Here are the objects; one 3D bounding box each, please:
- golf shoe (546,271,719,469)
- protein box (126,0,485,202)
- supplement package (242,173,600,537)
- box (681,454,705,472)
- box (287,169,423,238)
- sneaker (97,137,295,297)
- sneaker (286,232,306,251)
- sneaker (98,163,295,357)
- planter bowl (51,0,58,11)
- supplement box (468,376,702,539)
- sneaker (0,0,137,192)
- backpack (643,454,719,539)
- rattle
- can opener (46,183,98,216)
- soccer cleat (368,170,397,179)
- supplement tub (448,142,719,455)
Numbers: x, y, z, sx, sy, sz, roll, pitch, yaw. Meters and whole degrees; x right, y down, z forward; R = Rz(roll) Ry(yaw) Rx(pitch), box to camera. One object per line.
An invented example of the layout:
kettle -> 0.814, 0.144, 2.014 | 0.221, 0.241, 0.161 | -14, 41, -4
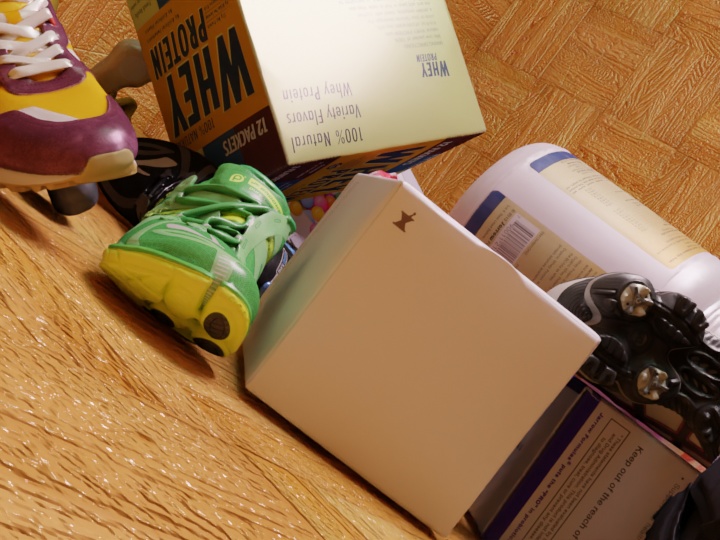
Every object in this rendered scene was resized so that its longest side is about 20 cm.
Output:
golf shoe -> 0.185, 0.063, 0.703 | 0.200, 0.077, 0.088 | 37, -5, -14
protein box -> -0.044, -0.165, 0.973 | 0.135, 0.198, 0.201 | -23, -97, 50
supplement package -> 0.018, 0.032, 0.670 | 0.121, 0.120, 0.200 | 38, 0, -7
box -> 0.241, 0.161, 1.027 | 0.103, 0.094, 0.201 | 36, -31, 52
box -> -0.020, -0.059, 1.072 | 0.041, 0.156, 0.201 | -24, -85, 49
sneaker -> -0.115, -0.040, 0.861 | 0.199, 0.071, 0.083 | 39, -1, 36
sneaker -> -0.038, 0.019, 0.921 | 0.200, 0.075, 0.115 | 32, -1, 33
sneaker -> -0.076, -0.016, 0.627 | 0.074, 0.084, 0.200 | 37, 1, -13
planter bowl -> -0.268, -0.206, 0.885 | 0.200, 0.083, 0.201 | 38, -21, 17
supplement box -> 0.167, 0.156, 0.732 | 0.200, 0.104, 0.101 | 36, 1, -4
sneaker -> -0.172, -0.104, 0.614 | 0.075, 0.090, 0.200 | -15, 32, -39
backpack -> 0.181, 0.142, 0.555 | 0.154, 0.163, 0.200 | 53, 14, 23
rattle -> -0.138, -0.085, 1.034 | 0.200, 0.130, 0.143 | 44, -5, -25
can opener -> -0.185, -0.070, 0.753 | 0.200, 0.052, 0.067 | -135, -153, -74
soccer cleat -> 0.000, 0.000, 0.858 | 0.200, 0.076, 0.067 | -93, 166, -52
supplement tub -> 0.157, 0.023, 0.863 | 0.200, 0.145, 0.144 | 41, 2, 26
